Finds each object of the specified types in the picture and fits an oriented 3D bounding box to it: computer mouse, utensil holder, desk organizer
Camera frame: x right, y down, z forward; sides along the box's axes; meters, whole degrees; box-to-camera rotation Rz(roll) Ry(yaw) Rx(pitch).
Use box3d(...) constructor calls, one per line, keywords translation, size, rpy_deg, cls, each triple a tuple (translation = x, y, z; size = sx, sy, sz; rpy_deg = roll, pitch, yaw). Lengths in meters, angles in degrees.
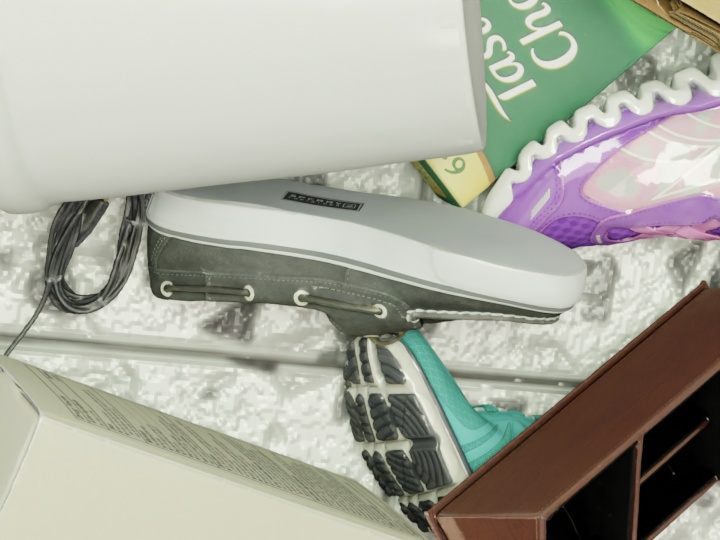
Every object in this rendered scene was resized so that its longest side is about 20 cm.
box3d(translation=(-0.160, 0.034, 1.166), size=(0.059, 0.034, 0.200), rpy_deg=(37, 92, -26), cls="computer mouse")
box3d(translation=(-0.055, -0.115, 1.074), size=(0.199, 0.170, 0.171), rpy_deg=(-4, 101, 6), cls="utensil holder")
box3d(translation=(0.132, 0.083, 1.184), size=(0.200, 0.077, 0.072), rpy_deg=(-37, 107, -32), cls="desk organizer")

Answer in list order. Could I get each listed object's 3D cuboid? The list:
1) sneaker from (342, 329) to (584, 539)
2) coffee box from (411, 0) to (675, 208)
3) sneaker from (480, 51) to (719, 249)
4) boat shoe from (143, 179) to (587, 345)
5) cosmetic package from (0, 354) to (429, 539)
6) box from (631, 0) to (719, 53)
box3d(translation=(0.064, 0.095, 1.225), size=(0.080, 0.077, 0.200), rpy_deg=(-46, 112, -21), cls="sneaker")
box3d(translation=(0.080, -0.136, 1.194), size=(0.200, 0.044, 0.123), rpy_deg=(-39, 105, -4), cls="coffee box")
box3d(translation=(0.151, -0.041, 1.188), size=(0.199, 0.081, 0.089), rpy_deg=(-26, 73, 0), cls="sneaker")
box3d(translation=(0.000, 0.000, 1.165), size=(0.199, 0.069, 0.057), rpy_deg=(12, 109, 15), cls="boat shoe")
box3d(translation=(-0.081, 0.115, 1.149), size=(0.199, 0.103, 0.088), rpy_deg=(22, 96, -26), cls="cosmetic package")
box3d(translation=(0.184, -0.178, 1.168), size=(0.163, 0.021, 0.201), rpy_deg=(27, 62, -20), cls="box")
